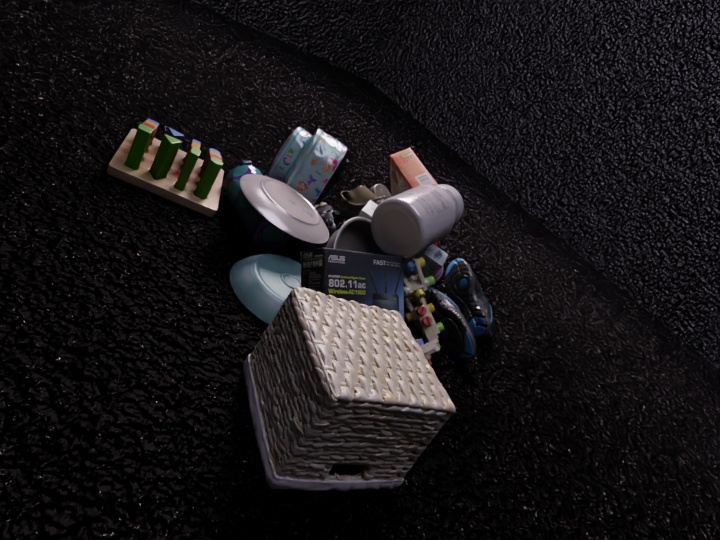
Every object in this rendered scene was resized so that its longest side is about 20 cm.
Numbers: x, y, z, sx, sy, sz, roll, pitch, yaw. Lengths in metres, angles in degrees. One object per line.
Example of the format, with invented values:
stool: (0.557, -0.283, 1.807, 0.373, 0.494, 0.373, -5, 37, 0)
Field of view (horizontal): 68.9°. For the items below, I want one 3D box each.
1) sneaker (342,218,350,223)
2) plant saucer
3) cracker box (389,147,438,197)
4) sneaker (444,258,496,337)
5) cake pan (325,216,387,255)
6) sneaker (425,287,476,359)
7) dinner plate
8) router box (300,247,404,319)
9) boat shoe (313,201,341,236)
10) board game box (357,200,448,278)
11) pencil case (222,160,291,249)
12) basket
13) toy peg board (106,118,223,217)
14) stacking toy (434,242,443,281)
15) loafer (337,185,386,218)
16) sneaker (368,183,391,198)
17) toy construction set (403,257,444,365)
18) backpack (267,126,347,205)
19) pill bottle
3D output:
sneaker: (0.023, -0.087, 1.240, 0.066, 0.091, 0.200, 16, 30, -36)
plant saucer: (-0.126, 0.030, 0.911, 0.200, 0.036, 0.200, 27, 25, -14)
cracker box: (0.123, -0.163, 1.214, 0.058, 0.200, 0.134, -23, 58, -10)
sneaker: (0.259, 0.068, 1.239, 0.082, 0.073, 0.200, 18, 51, -51)
cake pan: (0.000, 0.000, 0.995, 0.200, 0.037, 0.200, 15, 70, -50)
sneaker: (0.201, 0.108, 1.129, 0.082, 0.073, 0.200, 15, 31, -37)
dinner plate: (-0.137, -0.124, 0.997, 0.200, 0.024, 0.200, 35, 22, -16)
router box: (-0.009, 0.046, 0.891, 0.200, 0.062, 0.150, 5, 82, -46)
boat shoe: (-0.083, -0.101, 1.156, 0.066, 0.075, 0.199, 28, 14, -1)
board game box: (0.060, -0.030, 1.109, 0.200, 0.148, 0.064, 35, 35, 0)
pencil case: (-0.203, -0.130, 1.047, 0.092, 0.085, 0.200, -15, 49, -24)
basket: (-0.022, 0.151, 0.676, 0.198, 0.161, 0.200, 16, 29, -33)
toy peg board: (-0.353, -0.225, 1.019, 0.200, 0.098, 0.199, 24, 27, -23)
stacking toy: (0.151, -0.035, 1.198, 0.085, 0.085, 0.200, 43, -11, 18)
loafer: (-0.002, -0.156, 1.191, 0.075, 0.070, 0.200, -16, 12, -28)
sneaker: (0.055, -0.114, 1.364, 0.075, 0.106, 0.200, -15, 81, -41)
toy construction set: (0.113, 0.083, 0.991, 0.092, 0.131, 0.200, -8, 78, -7)
backpack: (-0.114, -0.225, 1.162, 0.151, 0.178, 0.200, 33, -2, -16)
pill bottle: (0.118, -0.105, 1.015, 0.114, 0.114, 0.200, 41, 38, 16)
